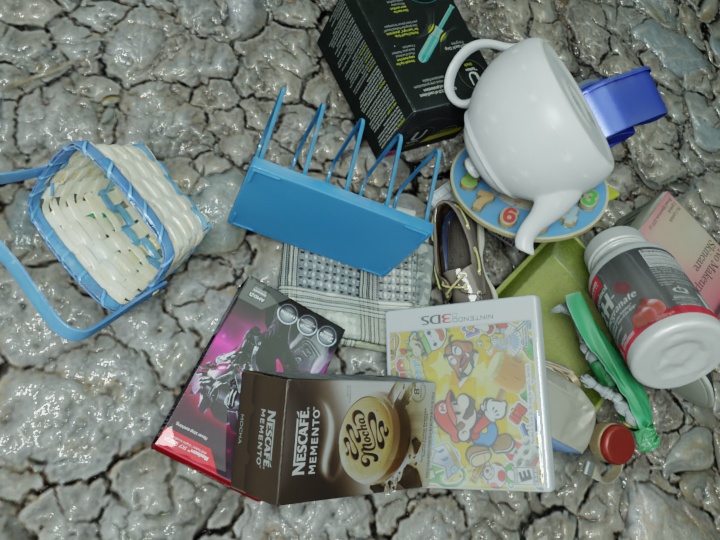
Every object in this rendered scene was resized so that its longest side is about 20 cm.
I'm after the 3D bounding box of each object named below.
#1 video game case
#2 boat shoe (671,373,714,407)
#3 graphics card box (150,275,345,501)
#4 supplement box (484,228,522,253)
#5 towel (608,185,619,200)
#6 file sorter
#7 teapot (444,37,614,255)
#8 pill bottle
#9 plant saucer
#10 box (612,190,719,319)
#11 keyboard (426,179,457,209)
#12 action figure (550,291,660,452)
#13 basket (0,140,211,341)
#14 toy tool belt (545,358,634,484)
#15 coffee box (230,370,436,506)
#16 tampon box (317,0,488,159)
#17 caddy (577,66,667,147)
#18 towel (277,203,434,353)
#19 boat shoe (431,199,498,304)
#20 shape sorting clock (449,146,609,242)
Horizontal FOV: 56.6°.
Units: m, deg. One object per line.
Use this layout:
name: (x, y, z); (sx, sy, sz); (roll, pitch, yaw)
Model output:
video game case: (0.112, 0.135, 0.730); (0.023, 0.182, 0.200); (18, 67, -57)
boat shoe: (0.441, 0.111, 0.917); (0.200, 0.074, 0.060); (48, 68, -24)
graphics card box: (-0.114, 0.121, 0.704); (0.125, 0.051, 0.200); (31, 66, -10)
supplement box: (0.243, -0.116, 0.924); (0.109, 0.061, 0.200); (37, 54, 28)
towel: (0.274, -0.097, 0.963); (0.200, 0.018, 0.086); (-24, 52, -25)
file sorter: (-0.028, -0.098, 0.758); (0.200, 0.139, 0.123); (19, 64, -14)
teapot: (0.184, -0.158, 0.771); (0.197, 0.146, 0.200); (48, 32, -23)
pill bottle: (0.346, 0.035, 0.815); (0.111, 0.111, 0.200); (15, 36, -17)
plant saucer: (0.277, 0.067, 0.907); (0.200, 0.048, 0.200); (49, 59, 1)
box: (0.450, 0.009, 0.971); (0.200, 0.109, 0.128); (45, 59, 0)
keyboard: (0.176, -0.130, 0.966); (0.200, 0.011, 0.056); (-37, 87, -31)
action figure: (0.304, 0.126, 0.818); (0.118, 0.055, 0.200); (8, 51, -57)
basket: (-0.258, -0.034, 0.652); (0.176, 0.139, 0.200); (52, 29, 3)
toy tool belt: (0.213, 0.172, 0.802); (0.200, 0.123, 0.125); (27, 75, -17)
coffee box: (-0.021, 0.162, 0.671); (0.200, 0.080, 0.113); (9, 83, -42)
tampon box: (0.061, -0.280, 0.910); (0.150, 0.126, 0.200); (-20, 79, -28)
caddy: (0.366, -0.245, 1.020); (0.200, 0.141, 0.105); (-23, 83, -30)
towel: (0.000, 0.000, 0.823); (0.200, 0.035, 0.193); (12, 65, -19)
boat shoe: (0.126, 0.005, 0.843); (0.059, 0.072, 0.200); (20, 60, -45)
shape sorting clock: (0.214, -0.114, 0.850); (0.200, 0.039, 0.200); (2, 47, -2)
